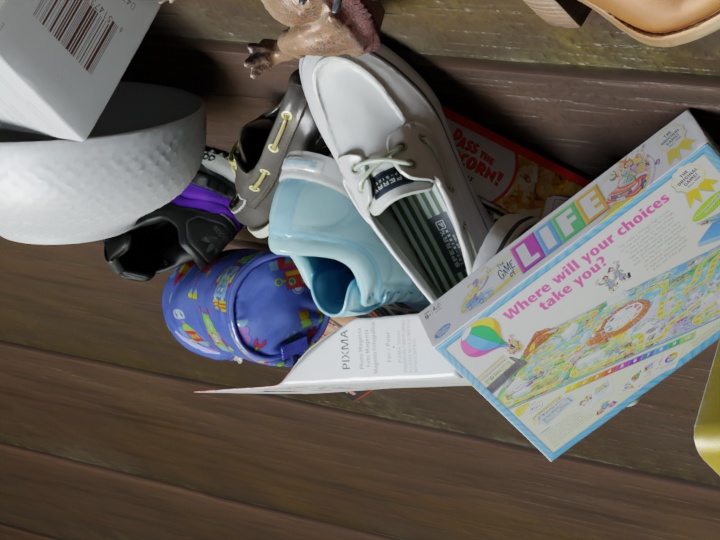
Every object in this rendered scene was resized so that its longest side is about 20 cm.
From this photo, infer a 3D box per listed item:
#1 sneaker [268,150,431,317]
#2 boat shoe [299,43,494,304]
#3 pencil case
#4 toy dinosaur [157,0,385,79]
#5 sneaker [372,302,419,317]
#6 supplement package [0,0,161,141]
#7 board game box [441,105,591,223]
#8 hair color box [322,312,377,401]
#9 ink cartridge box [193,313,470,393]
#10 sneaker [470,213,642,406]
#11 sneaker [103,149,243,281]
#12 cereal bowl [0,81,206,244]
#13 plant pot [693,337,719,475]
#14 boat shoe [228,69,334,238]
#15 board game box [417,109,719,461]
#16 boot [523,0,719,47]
[{"bbox_3d":[0.000,0.000,1.815,0.074,0.082,0.200,8,160,43],"label":"sneaker"},{"bbox_3d":[0.028,-0.059,1.716,0.073,0.067,0.200,-34,98,23],"label":"boat shoe"},{"bbox_3d":[-0.083,0.029,2.024,0.087,0.078,0.200,65,164,-7],"label":"pencil case"},{"bbox_3d":[-0.025,-0.164,1.601,0.135,0.086,0.200,4,156,36],"label":"toy dinosaur"},{"bbox_3d":[0.046,0.011,1.954,0.200,0.078,0.077,31,156,-7],"label":"sneaker"},{"bbox_3d":[-0.252,-0.171,1.825,0.200,0.118,0.117,11,155,39],"label":"supplement package"},{"bbox_3d":[0.105,-0.026,1.819,0.200,0.046,0.152,27,161,3],"label":"board game box"},{"bbox_3d":[-0.005,0.031,2.093,0.101,0.061,0.200,31,160,-7],"label":"hair color box"},{"bbox_3d":[0.014,0.057,1.874,0.199,0.057,0.162,1,177,28],"label":"ink cartridge box"},{"bbox_3d":[0.130,0.028,1.737,0.079,0.079,0.200,22,168,26],"label":"sneaker"},{"bbox_3d":[-0.168,-0.043,2.061,0.200,0.100,0.070,9,151,42],"label":"sneaker"},{"bbox_3d":[-0.202,-0.069,1.897,0.199,0.084,0.200,-2,-164,0],"label":"cereal bowl"},{"bbox_3d":[0.327,0.057,1.535,0.176,0.200,0.200,-6,143,40],"label":"plant pot"},{"bbox_3d":[-0.051,-0.081,1.859,0.060,0.072,0.201,28,153,-11],"label":"boat shoe"},{"bbox_3d":[0.152,0.012,1.657,0.134,0.200,0.034,44,-166,-39],"label":"board game box"},{"bbox_3d":[0.107,-0.185,1.382,0.200,0.074,0.155,-1,142,50],"label":"boot"}]
